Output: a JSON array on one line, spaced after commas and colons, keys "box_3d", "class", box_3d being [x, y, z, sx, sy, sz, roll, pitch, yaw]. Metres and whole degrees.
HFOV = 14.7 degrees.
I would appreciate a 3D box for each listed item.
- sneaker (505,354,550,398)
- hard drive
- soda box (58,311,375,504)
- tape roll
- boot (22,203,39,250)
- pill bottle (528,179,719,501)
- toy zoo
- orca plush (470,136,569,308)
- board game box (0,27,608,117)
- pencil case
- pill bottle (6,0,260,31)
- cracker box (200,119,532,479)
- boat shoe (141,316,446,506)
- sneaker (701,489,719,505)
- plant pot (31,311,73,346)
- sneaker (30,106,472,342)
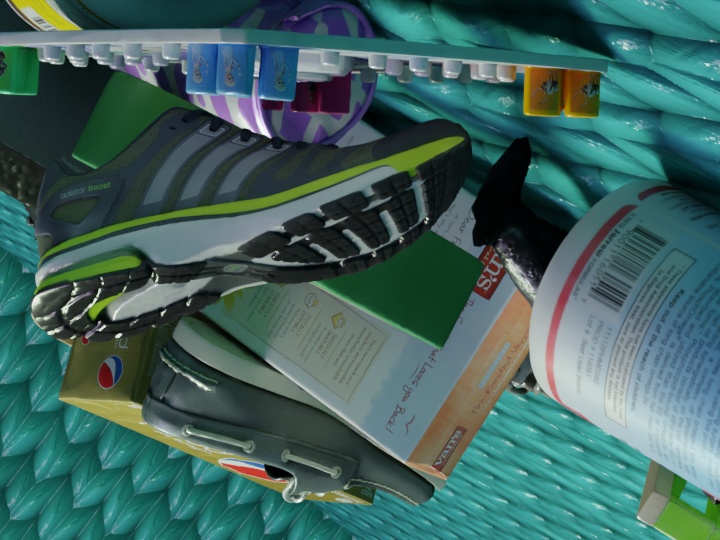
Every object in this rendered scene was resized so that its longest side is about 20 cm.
[{"box_3d": [0.077, 0.065, 1.596, 0.199, 0.116, 0.075, 29, 172, 25], "class": "sneaker"}, {"box_3d": [-0.177, -0.121, 1.453, 0.139, 0.033, 0.201, 31, -141, -36], "class": "hard drive"}, {"box_3d": [-0.073, 0.074, 1.580, 0.067, 0.064, 0.199, 0, 160, 44], "class": "soda box"}, {"box_3d": [-0.039, -0.028, 1.327, 0.200, 0.048, 0.200, 28, 180, 0], "class": "tape roll"}, {"box_3d": [-0.162, -0.087, 1.554, 0.169, 0.076, 0.200, 53, -157, -12], "class": "boot"}, {"box_3d": [0.176, 0.049, 1.187, 0.199, 0.109, 0.109, 32, 170, 33], "class": "pill bottle"}, {"box_3d": [0.245, 0.155, 1.514, 0.199, 0.021, 0.131, 31, -161, 2], "class": "toy zoo"}, {"box_3d": [0.130, 0.006, 1.382, 0.200, 0.071, 0.106, 55, -153, -33], "class": "orca plush"}, {"box_3d": [-0.034, -0.080, 1.148, 0.199, 0.026, 0.199, 0, -177, -40], "class": "board game box"}, {"box_3d": [-0.078, -0.125, 1.387, 0.199, 0.084, 0.086, 28, 134, 41], "class": "pencil case"}, {"box_3d": [-0.093, -0.152, 1.196, 0.109, 0.110, 0.200, 39, 170, -16], "class": "pill bottle"}, {"box_3d": [0.000, 0.000, 1.480, 0.200, 0.134, 0.058, 35, -177, 31], "class": "cracker box"}, {"box_3d": [-0.037, 0.091, 1.522, 0.199, 0.062, 0.073, 30, -176, -37], "class": "boat shoe"}, {"box_3d": [0.255, 0.134, 1.401, 0.200, 0.074, 0.118, 33, 178, 36], "class": "sneaker"}, {"box_3d": [-0.094, 0.037, 1.645, 0.199, 0.028, 0.200, 12, 165, 3], "class": "plant pot"}, {"box_3d": [-0.051, -0.037, 1.194, 0.074, 0.199, 0.081, 76, 179, -66], "class": "sneaker"}]
